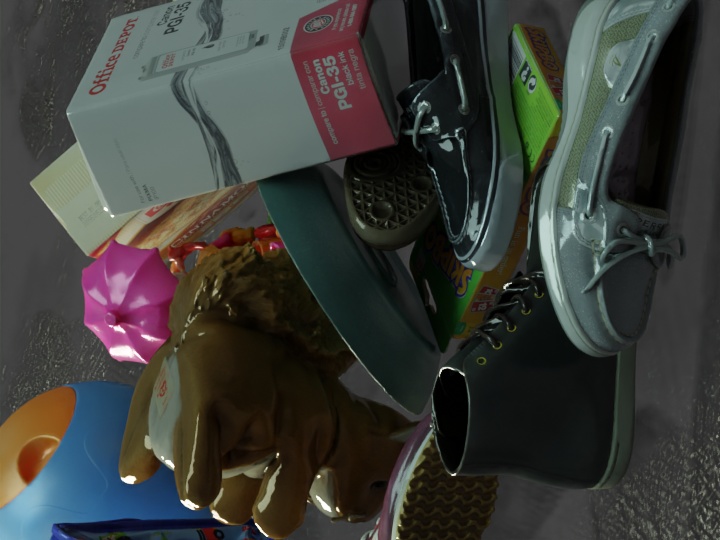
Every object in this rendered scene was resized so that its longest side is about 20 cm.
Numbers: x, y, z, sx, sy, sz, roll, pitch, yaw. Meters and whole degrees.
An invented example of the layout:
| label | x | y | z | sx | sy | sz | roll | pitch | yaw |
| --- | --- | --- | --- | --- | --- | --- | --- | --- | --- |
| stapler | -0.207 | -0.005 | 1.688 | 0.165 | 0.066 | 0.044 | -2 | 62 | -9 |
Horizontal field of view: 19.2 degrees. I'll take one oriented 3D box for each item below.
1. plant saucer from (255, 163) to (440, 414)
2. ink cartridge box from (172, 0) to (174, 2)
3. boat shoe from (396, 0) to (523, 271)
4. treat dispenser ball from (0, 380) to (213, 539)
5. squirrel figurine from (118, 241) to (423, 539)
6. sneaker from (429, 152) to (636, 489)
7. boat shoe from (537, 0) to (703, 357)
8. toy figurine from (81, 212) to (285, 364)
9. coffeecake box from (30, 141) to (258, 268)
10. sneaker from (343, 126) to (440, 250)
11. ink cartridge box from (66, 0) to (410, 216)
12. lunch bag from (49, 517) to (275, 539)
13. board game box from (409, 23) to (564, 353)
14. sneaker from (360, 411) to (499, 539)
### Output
| label | x | y | z | sx | sy | sz | roll | pitch | yaw |
| --- | --- | --- | --- | --- | --- | --- | --- | --- | --- |
| plant saucer | 0.000 | 0.000 | 1.386 | 0.036 | 0.200 | 0.200 | -32 | 43 | 10 |
| ink cartridge box | -0.103 | -0.244 | 1.724 | 0.116 | 0.067 | 0.200 | 133 | 152 | -53 |
| boat shoe | 0.055 | -0.097 | 1.303 | 0.072 | 0.068 | 0.200 | 145 | 128 | -61 |
| treat dispenser ball | -0.221 | 0.192 | 1.777 | 0.201 | 0.201 | 0.201 | -175 | 90 | -66 |
| squirrel figurine | -0.042 | 0.079 | 1.413 | 0.141 | 0.186 | 0.200 | -11 | 68 | 64 |
| sneaker | 0.096 | 0.021 | 1.198 | 0.075 | 0.106 | 0.200 | 148 | 123 | -62 |
| boat shoe | 0.146 | -0.054 | 1.148 | 0.065 | 0.074 | 0.202 | -1 | 76 | 44 |
| toy figurine | -0.117 | 0.007 | 1.557 | 0.200 | 0.184 | 0.150 | -169 | 69 | -70 |
| coffeecake box | -0.143 | -0.077 | 1.604 | 0.073 | 0.153 | 0.200 | 51 | -176 | 9 |
| sneaker | 0.030 | -0.068 | 1.399 | 0.200 | 0.070 | 0.076 | -80 | -10 | -48 |
| ink cartridge box | -0.073 | -0.122 | 1.363 | 0.147 | 0.200 | 0.083 | -78 | -28 | -58 |
| lunch bag | -0.164 | 0.272 | 1.625 | 0.094 | 0.200 | 0.151 | -139 | 58 | -61 |
| board game box | 0.083 | -0.047 | 1.343 | 0.096 | 0.030 | 0.200 | -109 | 36 | -46 |
| sneaker | 0.030 | 0.173 | 1.360 | 0.090 | 0.075 | 0.200 | 32 | 113 | 58 |
